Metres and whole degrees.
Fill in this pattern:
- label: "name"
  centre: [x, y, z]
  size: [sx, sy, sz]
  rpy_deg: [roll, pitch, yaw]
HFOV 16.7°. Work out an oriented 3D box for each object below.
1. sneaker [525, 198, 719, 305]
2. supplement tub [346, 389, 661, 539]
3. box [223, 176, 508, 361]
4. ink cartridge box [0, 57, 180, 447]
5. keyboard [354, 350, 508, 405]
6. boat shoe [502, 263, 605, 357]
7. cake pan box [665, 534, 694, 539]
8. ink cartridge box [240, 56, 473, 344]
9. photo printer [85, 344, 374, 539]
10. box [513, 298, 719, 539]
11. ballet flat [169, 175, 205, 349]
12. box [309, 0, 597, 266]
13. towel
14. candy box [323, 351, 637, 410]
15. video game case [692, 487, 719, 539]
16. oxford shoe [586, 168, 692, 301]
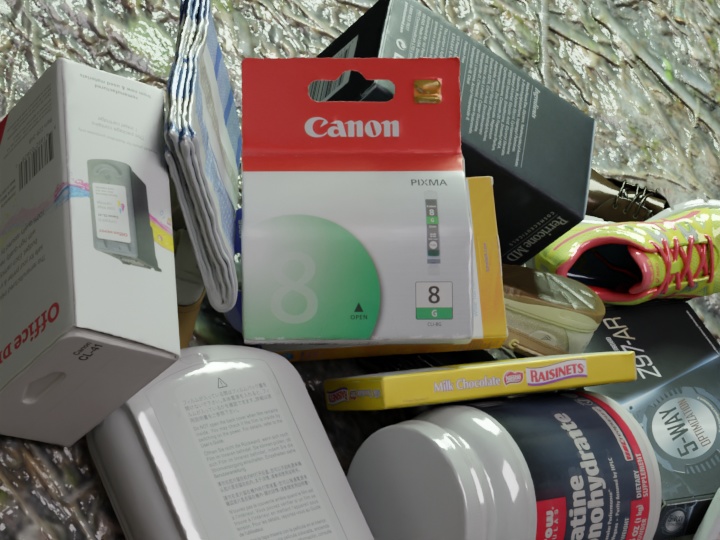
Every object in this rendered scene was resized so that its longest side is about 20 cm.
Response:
- label: "sneaker"
  centre: [0.232, -0.005, 1.919]
  size: [0.090, 0.198, 0.079]
  rpy_deg: [-110, -165, -74]
- label: "supplement tub"
  centre: [0.101, 0.160, 1.709]
  size: [0.199, 0.140, 0.141]
  rpy_deg: [-4, 66, -43]
- label: "box"
  centre: [0.000, 0.000, 1.733]
  size: [0.198, 0.042, 0.120]
  rpy_deg: [-3, 75, -4]
- label: "ink cartridge box"
  centre: [-0.189, -0.009, 1.564]
  size: [0.085, 0.147, 0.201]
  rpy_deg: [14, 55, -33]
- label: "keyboard"
  centre: [0.024, 0.053, 1.805]
  size: [0.199, 0.040, 0.104]
  rpy_deg: [34, 22, -18]
- label: "boat shoe"
  centre: [0.079, 0.026, 1.805]
  size: [0.198, 0.067, 0.074]
  rpy_deg: [17, 23, -5]
- label: "cake pan box"
  centre: [0.284, 0.219, 1.900]
  size: [0.184, 0.052, 0.201]
  rpy_deg: [-29, 83, -46]
- label: "ink cartridge box"
  centre: [-0.003, -0.050, 1.684]
  size: [0.159, 0.050, 0.202]
  rpy_deg: [0, 88, -5]
- label: "photo printer"
  centre: [-0.085, 0.145, 1.607]
  size: [0.166, 0.069, 0.201]
  rpy_deg: [-11, 70, -45]
- label: "box"
  centre: [0.232, 0.111, 1.870]
  size: [0.159, 0.044, 0.201]
  rpy_deg: [-4, 46, -34]
- label: "ballet flat"
  centre: [-0.132, -0.029, 1.690]
  size: [0.068, 0.063, 0.201]
  rpy_deg: [20, 51, -30]
- label: "box"
  centre: [0.052, -0.089, 1.831]
  size: [0.199, 0.148, 0.108]
  rpy_deg: [30, 47, -22]
- label: "towel"
  centre: [-0.101, -0.084, 1.651]
  size: [0.201, 0.024, 0.148]
  rpy_deg: [-90, 169, -54]
- label: "candy box"
  centre: [0.084, 0.077, 1.720]
  size: [0.198, 0.102, 0.027]
  rpy_deg: [-5, 86, -24]
- label: "video game case"
  centre: [0.290, 0.288, 1.795]
  size: [0.181, 0.024, 0.201]
  rpy_deg: [31, 83, -22]
- label: "oxford shoe"
  centre: [0.208, -0.052, 1.993]
  size: [0.200, 0.084, 0.073]
  rpy_deg: [39, 45, -12]
